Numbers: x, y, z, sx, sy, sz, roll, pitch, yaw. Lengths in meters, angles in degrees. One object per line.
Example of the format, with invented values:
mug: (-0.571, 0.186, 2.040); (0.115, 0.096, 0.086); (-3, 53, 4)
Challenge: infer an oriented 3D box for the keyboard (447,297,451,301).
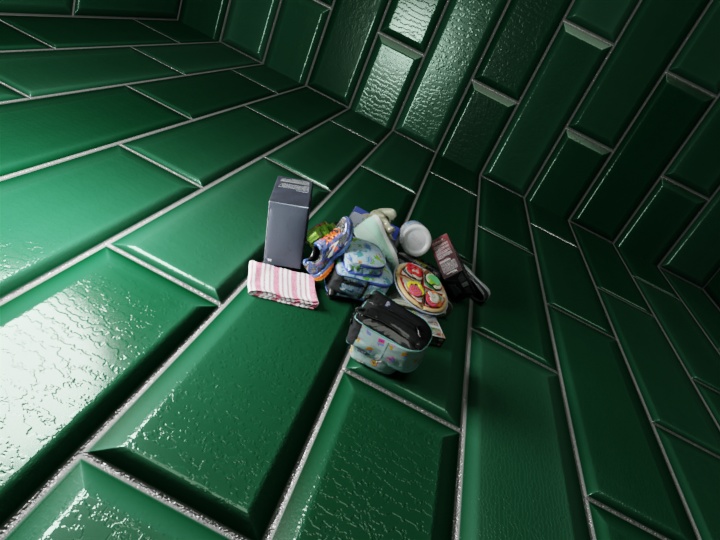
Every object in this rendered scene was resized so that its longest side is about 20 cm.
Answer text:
keyboard: (0.214, 0.055, 1.743); (0.198, 0.021, 0.127); (30, 1, 9)

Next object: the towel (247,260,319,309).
towel: (-0.213, 0.035, 1.435); (0.197, 0.030, 0.147); (15, 29, -21)

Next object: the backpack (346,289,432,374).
backpack: (0.077, 0.169, 1.320); (0.197, 0.156, 0.176); (21, 28, 12)

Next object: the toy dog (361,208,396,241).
toy dog: (0.034, -0.135, 1.825); (0.190, 0.142, 0.201); (18, 28, 4)

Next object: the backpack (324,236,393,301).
backpack: (0.000, 0.000, 1.552); (0.197, 0.148, 0.184); (17, 32, -25)

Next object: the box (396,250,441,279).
box: (0.202, -0.008, 1.788); (0.159, 0.045, 0.200); (32, 10, 9)

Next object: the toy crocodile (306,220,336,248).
toy crocodile: (-0.118, -0.114, 1.565); (0.062, 0.067, 0.200); (55, 18, 0)

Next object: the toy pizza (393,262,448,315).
toy pizza: (0.189, 0.048, 1.584); (0.197, 0.032, 0.202); (23, 38, -19)

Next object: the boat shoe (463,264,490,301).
boat shoe: (0.381, 0.042, 1.898); (0.200, 0.072, 0.067); (45, 31, 18)

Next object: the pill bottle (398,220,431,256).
pill bottle: (0.190, -0.118, 1.850); (0.107, 0.110, 0.200); (24, 10, -3)

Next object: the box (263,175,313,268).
box: (-0.211, -0.144, 1.539); (0.115, 0.200, 0.201); (8, 30, -5)

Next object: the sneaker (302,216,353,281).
sneaker: (-0.089, -0.068, 1.471); (0.078, 0.202, 0.075); (34, -4, -35)

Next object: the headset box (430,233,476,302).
headset box: (0.318, -0.017, 1.821); (0.149, 0.076, 0.202); (50, 18, -45)

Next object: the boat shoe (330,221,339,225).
boat shoe: (-0.103, -0.109, 1.725); (0.061, 0.076, 0.200); (18, 35, 18)

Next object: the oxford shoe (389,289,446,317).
oxford shoe: (0.175, 0.101, 1.600); (0.196, 0.075, 0.059); (15, 60, -15)

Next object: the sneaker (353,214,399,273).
sneaker: (0.042, -0.061, 1.660); (0.203, 0.117, 0.074); (64, -11, -7)

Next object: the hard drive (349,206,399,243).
hard drive: (0.054, -0.177, 2.029); (0.197, 0.026, 0.132); (27, 28, 0)

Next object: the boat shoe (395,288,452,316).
boat shoe: (0.204, 0.084, 1.664); (0.197, 0.077, 0.072); (24, 24, -10)

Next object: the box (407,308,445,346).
box: (0.145, 0.157, 1.527); (0.197, 0.035, 0.111); (15, 30, -21)

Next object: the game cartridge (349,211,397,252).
game cartridge: (0.021, -0.090, 1.709); (0.200, 0.134, 0.041); (42, -17, -9)
